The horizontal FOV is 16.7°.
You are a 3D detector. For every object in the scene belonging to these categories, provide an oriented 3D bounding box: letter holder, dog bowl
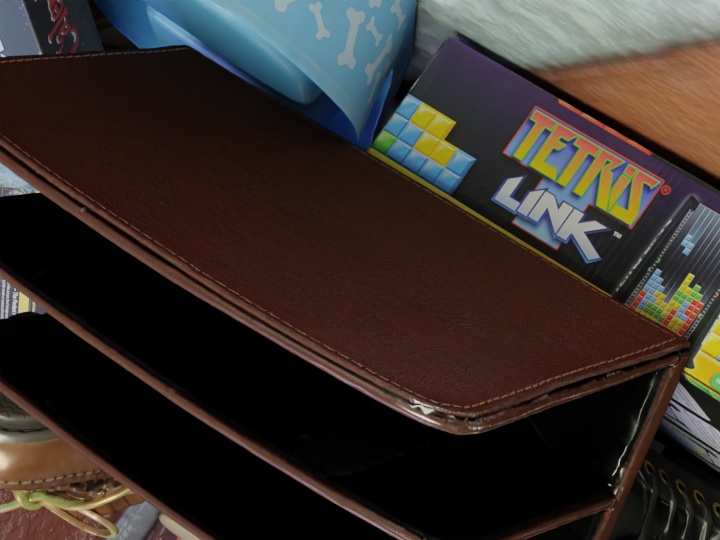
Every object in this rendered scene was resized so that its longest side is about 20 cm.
[{"bbox_3d":[-0.034,0.025,0.696,0.199,0.101,0.142,32,-159,26],"label":"letter holder"},{"bbox_3d":[-0.033,-0.086,0.794,0.111,0.050,0.200,35,175,4],"label":"dog bowl"}]

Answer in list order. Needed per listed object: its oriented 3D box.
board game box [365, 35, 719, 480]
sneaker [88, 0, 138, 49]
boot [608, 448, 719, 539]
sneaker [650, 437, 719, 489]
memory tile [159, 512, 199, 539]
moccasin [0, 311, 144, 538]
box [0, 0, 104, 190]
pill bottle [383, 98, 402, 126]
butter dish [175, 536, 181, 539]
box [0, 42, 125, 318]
[{"bbox_3d":[0.106,0.018,0.811,0.165,0.057,0.200,34,175,28],"label":"board game box"},{"bbox_3d":[-0.088,-0.087,1.000,0.090,0.067,0.200,43,169,-21],"label":"sneaker"},{"bbox_3d":[0.106,0.086,0.832,0.138,0.078,0.200,24,177,7],"label":"boot"},{"bbox_3d":[0.179,0.100,0.978,0.108,0.070,0.200,37,-177,30],"label":"sneaker"},{"bbox_3d":[0.034,0.114,0.862,0.199,0.017,0.153,19,169,-18],"label":"memory tile"},{"bbox_3d":[-0.095,0.055,0.843,0.073,0.078,0.201,25,-172,7],"label":"moccasin"},{"bbox_3d":[-0.166,-0.111,0.795,0.136,0.038,0.201,6,140,18],"label":"box"},{"bbox_3d":[0.000,0.000,0.992,0.112,0.113,0.200,34,174,4],"label":"pill bottle"},{"bbox_3d":[0.044,0.120,1.182,0.199,0.200,0.148,43,158,6],"label":"butter dish"},{"bbox_3d":[-0.144,-0.018,0.968,0.160,0.049,0.201,17,142,3],"label":"box"}]
